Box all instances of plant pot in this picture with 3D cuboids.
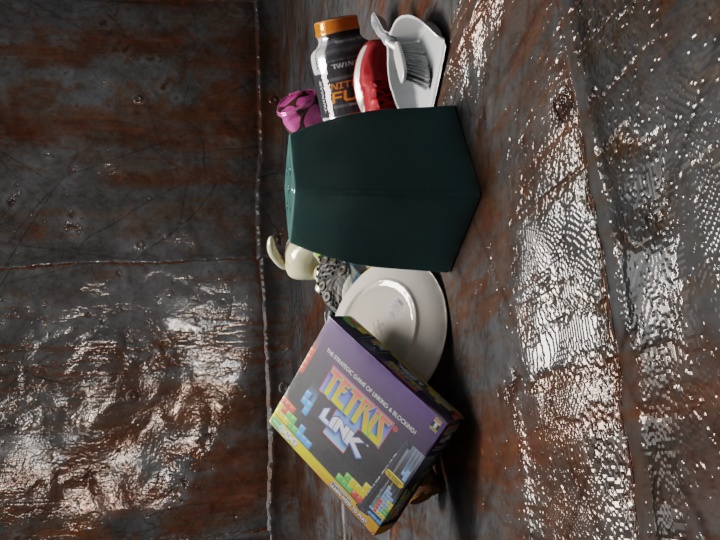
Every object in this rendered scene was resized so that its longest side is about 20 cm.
[{"bbox_3d":[0.013,-0.092,0.800,0.142,0.196,0.143,104,161,-52],"label":"plant pot"}]

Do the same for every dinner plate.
[{"bbox_3d":[0.026,0.079,0.890,0.198,0.024,0.204,-18,61,36],"label":"dinner plate"}]

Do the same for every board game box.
[{"bbox_3d":[0.001,0.180,0.830,0.199,0.056,0.167,38,107,28],"label":"board game box"}]

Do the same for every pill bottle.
[{"bbox_3d":[-0.021,-0.297,1.098,0.106,0.104,0.204,-128,25,-72],"label":"pill bottle"}]

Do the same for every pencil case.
[{"bbox_3d":[-0.071,-0.222,1.199,0.095,0.089,0.201,-88,-25,-47],"label":"pencil case"}]

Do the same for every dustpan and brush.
[{"bbox_3d":[0.054,-0.294,0.924,0.141,0.056,0.202,100,165,-44],"label":"dustpan and brush"}]

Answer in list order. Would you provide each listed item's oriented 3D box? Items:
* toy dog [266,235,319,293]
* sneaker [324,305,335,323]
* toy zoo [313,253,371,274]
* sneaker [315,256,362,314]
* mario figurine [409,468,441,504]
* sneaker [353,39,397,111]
[{"bbox_3d":[-0.050,-0.080,1.176,0.140,0.190,0.203,-83,11,-62],"label":"toy dog"},{"bbox_3d":[-0.029,0.097,1.329,0.201,0.077,0.081,-111,12,-58],"label":"sneaker"},{"bbox_3d":[0.000,0.000,1.033,0.132,0.020,0.200,53,158,-4],"label":"toy zoo"},{"bbox_3d":[0.005,0.048,0.990,0.072,0.072,0.200,-51,59,13],"label":"sneaker"},{"bbox_3d":[0.040,0.211,0.929,0.125,0.104,0.202,109,156,-43],"label":"mario figurine"},{"bbox_3d":[0.044,-0.240,1.015,0.115,0.077,0.205,-161,66,-63],"label":"sneaker"}]
